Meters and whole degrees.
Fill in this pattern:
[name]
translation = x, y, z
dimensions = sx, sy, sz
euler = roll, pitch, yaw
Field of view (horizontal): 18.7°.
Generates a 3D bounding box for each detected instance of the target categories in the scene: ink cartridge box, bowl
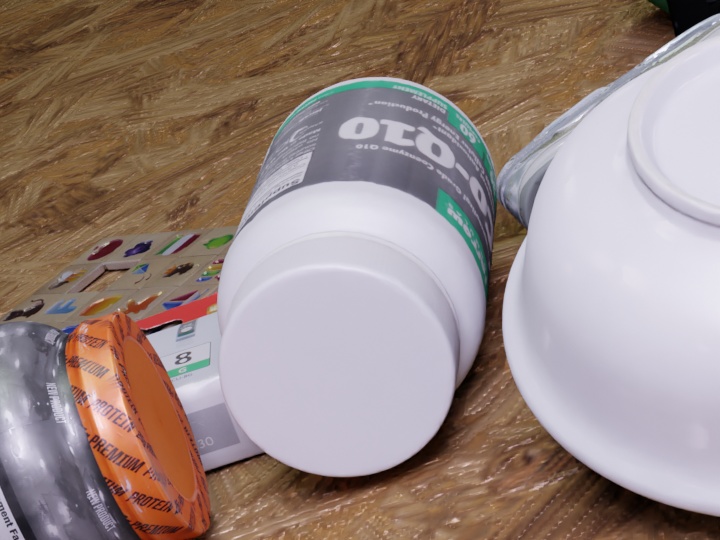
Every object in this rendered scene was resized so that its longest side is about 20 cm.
[ink cartridge box]
translation = -0.123, 0.048, 1.043
dimensions = 0.160, 0.050, 0.200
euler = -19, 23, 5
[bowl]
translation = 0.143, -0.019, 0.751
dimensions = 0.200, 0.091, 0.201
euler = -7, 45, 7

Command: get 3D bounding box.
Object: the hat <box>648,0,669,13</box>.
[hat]
translation = 0.217, -0.136, 1.176
dimensions = 0.165, 0.176, 0.200
euler = -26, -17, 5

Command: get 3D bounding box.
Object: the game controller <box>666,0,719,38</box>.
[game controller]
translation = 0.239, -0.150, 1.056
dimensions = 0.200, 0.105, 0.042
euler = -10, 1, 35

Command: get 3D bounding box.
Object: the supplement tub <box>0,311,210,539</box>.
[supplement tub]
translation = -0.169, 0.097, 0.880
dimensions = 0.199, 0.123, 0.123
euler = -22, 20, 6

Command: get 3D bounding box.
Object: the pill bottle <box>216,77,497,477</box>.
[pill bottle]
translation = 0.000, 0.000, 0.943
dimensions = 0.113, 0.113, 0.200
euler = -19, 21, 14

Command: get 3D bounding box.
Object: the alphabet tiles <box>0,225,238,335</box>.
[alphabet tiles]
translation = -0.151, 0.030, 1.196
dimensions = 0.167, 0.008, 0.200
euler = -3, 29, 44

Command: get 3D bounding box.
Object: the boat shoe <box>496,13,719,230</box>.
[boat shoe]
translation = 0.156, -0.077, 1.019
dimensions = 0.202, 0.075, 0.065
euler = -33, 25, -3

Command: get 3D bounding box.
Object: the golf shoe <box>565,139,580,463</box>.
[golf shoe]
translation = 0.122, 0.003, 0.868
dimensions = 0.092, 0.073, 0.200
euler = -11, 32, 11
